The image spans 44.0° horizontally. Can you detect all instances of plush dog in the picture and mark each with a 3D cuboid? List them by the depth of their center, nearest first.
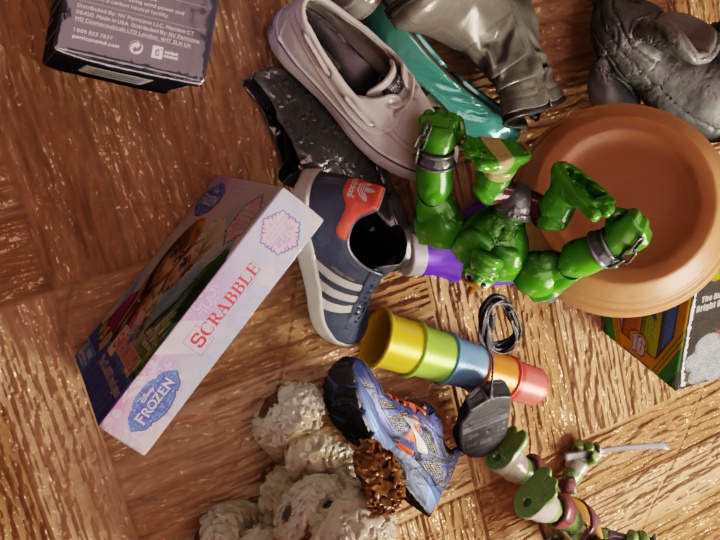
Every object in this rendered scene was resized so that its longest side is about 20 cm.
[{"bbox_3d":[-0.033,0.219,0.767,0.160,0.172,0.200,31,85,-24],"label":"plush dog"}]

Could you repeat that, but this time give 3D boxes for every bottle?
[{"bbox_3d":[0.131,-0.026,0.854,0.200,0.065,0.084,-6,94,-21],"label":"bottle"}]

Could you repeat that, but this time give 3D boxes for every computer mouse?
[{"bbox_3d":[0.113,0.098,0.823,0.059,0.034,0.200,-14,129,-21],"label":"computer mouse"}]

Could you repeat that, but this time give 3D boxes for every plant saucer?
[{"bbox_3d":[0.233,-0.059,0.793,0.200,0.037,0.201,-2,77,9],"label":"plant saucer"}]

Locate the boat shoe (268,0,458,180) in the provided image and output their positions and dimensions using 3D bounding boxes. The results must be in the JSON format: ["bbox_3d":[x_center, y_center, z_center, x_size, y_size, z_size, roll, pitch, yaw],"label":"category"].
[{"bbox_3d":[0.014,-0.151,0.738,0.200,0.066,0.072,45,69,-17],"label":"boat shoe"}]

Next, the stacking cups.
[{"bbox_3d":[0.099,0.089,0.862,0.200,0.060,0.061,18,91,-24],"label":"stacking cups"}]

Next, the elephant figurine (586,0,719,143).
[{"bbox_3d":[0.275,-0.205,0.852,0.200,0.155,0.142,16,105,-25],"label":"elephant figurine"}]

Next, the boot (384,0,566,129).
[{"bbox_3d":[0.113,-0.186,0.769,0.200,0.068,0.131,-17,85,-48],"label":"boot"}]

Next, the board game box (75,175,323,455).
[{"bbox_3d":[-0.133,0.019,0.680,0.041,0.200,0.200,40,82,-22],"label":"board game box"}]

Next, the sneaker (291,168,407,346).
[{"bbox_3d":[0.000,0.000,0.752,0.200,0.084,0.075,75,26,-51],"label":"sneaker"}]

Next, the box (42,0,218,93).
[{"bbox_3d":[-0.162,-0.241,0.653,0.104,0.148,0.200,9,95,-23],"label":"box"}]

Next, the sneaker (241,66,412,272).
[{"bbox_3d":[-0.027,-0.085,0.785,0.104,0.060,0.200,-18,99,-22],"label":"sneaker"}]

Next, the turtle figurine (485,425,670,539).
[{"bbox_3d":[0.233,0.217,0.888,0.194,0.200,0.144,35,46,-34],"label":"turtle figurine"}]

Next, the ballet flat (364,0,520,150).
[{"bbox_3d":[0.061,-0.164,0.806,0.200,0.067,0.070,37,100,-21],"label":"ballet flat"}]

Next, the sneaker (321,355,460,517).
[{"bbox_3d":[0.031,0.144,0.839,0.078,0.075,0.200,-48,129,-21],"label":"sneaker"}]

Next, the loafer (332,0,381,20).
[{"bbox_3d":[0.038,-0.288,0.756,0.070,0.070,0.200,38,68,-32],"label":"loafer"}]

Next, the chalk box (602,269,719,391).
[{"bbox_3d":[0.334,-0.007,0.883,0.125,0.124,0.200,-12,120,-19],"label":"chalk box"}]

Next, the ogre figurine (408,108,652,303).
[{"bbox_3d":[0.125,-0.042,0.742,0.200,0.098,0.120,15,131,-12],"label":"ogre figurine"}]
